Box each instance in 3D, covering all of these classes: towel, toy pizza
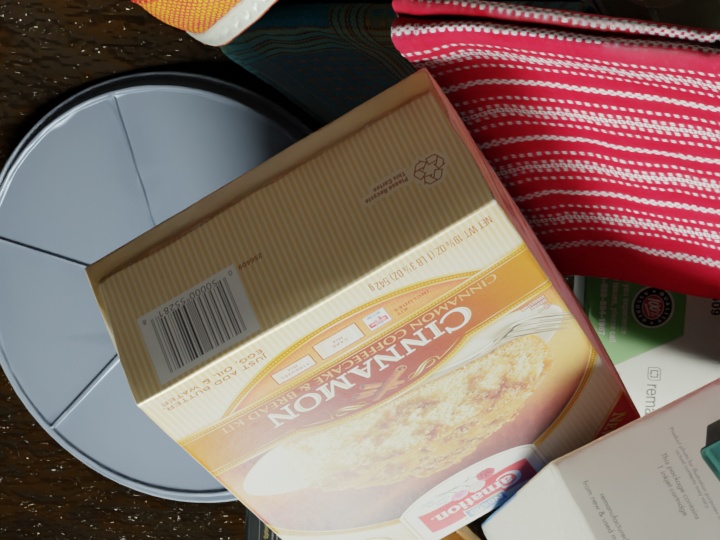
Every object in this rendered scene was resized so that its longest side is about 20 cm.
[{"bbox_3d":[0.049,-0.066,0.954,0.200,0.022,0.147,6,156,44],"label":"towel"},{"bbox_3d":[-0.079,0.007,1.051,0.199,0.201,0.032,-11,-170,20],"label":"toy pizza"},{"bbox_3d":[0.106,-0.040,0.897,0.144,0.023,0.200,11,158,29],"label":"towel"}]

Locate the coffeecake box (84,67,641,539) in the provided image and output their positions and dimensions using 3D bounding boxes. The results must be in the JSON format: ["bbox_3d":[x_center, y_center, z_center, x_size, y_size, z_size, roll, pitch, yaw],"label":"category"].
[{"bbox_3d":[0.008,0.032,0.928,0.153,0.073,0.200,-30,145,7],"label":"coffeecake box"}]

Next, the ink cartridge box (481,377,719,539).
[{"bbox_3d":[0.162,0.081,0.972,0.199,0.067,0.116,-24,168,-19],"label":"ink cartridge box"}]

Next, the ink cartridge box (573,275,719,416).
[{"bbox_3d":[0.200,0.026,1.083,0.199,0.084,0.145,0,125,2],"label":"ink cartridge box"}]

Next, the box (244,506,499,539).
[{"bbox_3d":[0.018,0.141,1.219,0.159,0.201,0.044,2,157,-4],"label":"box"}]

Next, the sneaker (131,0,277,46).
[{"bbox_3d":[-0.035,-0.149,0.849,0.077,0.073,0.200,29,138,-24],"label":"sneaker"}]

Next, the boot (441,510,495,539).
[{"bbox_3d":[0.036,0.171,1.149,0.199,0.156,0.077,10,-174,24],"label":"boot"}]

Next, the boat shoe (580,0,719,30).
[{"bbox_3d":[0.104,-0.131,0.830,0.072,0.062,0.200,-33,130,2],"label":"boat shoe"}]
